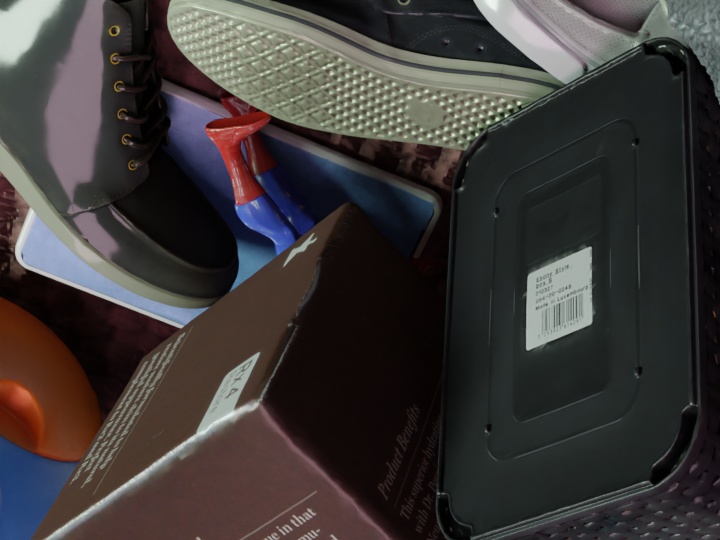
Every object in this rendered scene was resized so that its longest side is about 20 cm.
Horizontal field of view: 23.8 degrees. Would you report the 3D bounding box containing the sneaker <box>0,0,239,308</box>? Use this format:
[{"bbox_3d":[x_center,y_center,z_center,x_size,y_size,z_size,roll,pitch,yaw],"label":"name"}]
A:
[{"bbox_3d":[-0.113,-0.072,0.818,0.106,0.075,0.200,-37,110,28],"label":"sneaker"}]

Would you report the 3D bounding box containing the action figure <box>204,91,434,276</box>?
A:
[{"bbox_3d":[0.000,0.000,0.865,0.098,0.065,0.201,-9,118,16],"label":"action figure"}]

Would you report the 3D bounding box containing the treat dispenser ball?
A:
[{"bbox_3d":[-0.241,0.107,0.950,0.199,0.202,0.202,6,136,6],"label":"treat dispenser ball"}]

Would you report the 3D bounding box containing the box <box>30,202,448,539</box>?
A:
[{"bbox_3d":[-0.012,0.116,0.800,0.164,0.166,0.200,-35,106,31],"label":"box"}]

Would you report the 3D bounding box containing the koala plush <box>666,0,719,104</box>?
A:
[{"bbox_3d":[0.241,-0.112,0.647,0.199,0.179,0.183,-2,-174,-28],"label":"koala plush"}]

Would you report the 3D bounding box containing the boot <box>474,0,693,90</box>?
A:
[{"bbox_3d":[0.151,-0.116,0.749,0.199,0.074,0.096,22,135,-23],"label":"boot"}]

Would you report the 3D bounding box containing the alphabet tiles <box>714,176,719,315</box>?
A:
[{"bbox_3d":[0.187,0.023,0.811,0.199,0.168,0.008,-25,167,-2],"label":"alphabet tiles"}]

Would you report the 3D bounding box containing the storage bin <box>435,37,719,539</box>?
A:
[{"bbox_3d":[0.112,0.023,0.710,0.093,0.201,0.135,28,142,-33],"label":"storage bin"}]

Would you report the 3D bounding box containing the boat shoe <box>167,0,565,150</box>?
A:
[{"bbox_3d":[0.010,-0.103,0.790,0.198,0.063,0.075,11,150,2],"label":"boat shoe"}]

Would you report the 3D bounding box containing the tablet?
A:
[{"bbox_3d":[-0.070,-0.022,0.900,0.199,0.014,0.131,22,116,-10],"label":"tablet"}]
